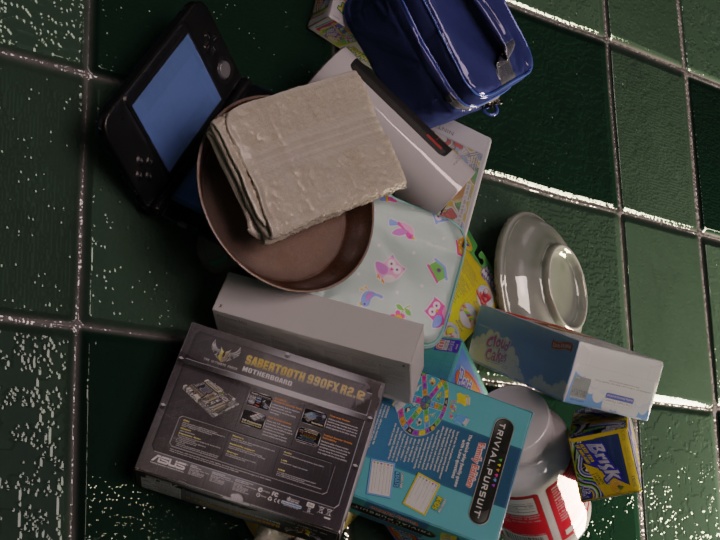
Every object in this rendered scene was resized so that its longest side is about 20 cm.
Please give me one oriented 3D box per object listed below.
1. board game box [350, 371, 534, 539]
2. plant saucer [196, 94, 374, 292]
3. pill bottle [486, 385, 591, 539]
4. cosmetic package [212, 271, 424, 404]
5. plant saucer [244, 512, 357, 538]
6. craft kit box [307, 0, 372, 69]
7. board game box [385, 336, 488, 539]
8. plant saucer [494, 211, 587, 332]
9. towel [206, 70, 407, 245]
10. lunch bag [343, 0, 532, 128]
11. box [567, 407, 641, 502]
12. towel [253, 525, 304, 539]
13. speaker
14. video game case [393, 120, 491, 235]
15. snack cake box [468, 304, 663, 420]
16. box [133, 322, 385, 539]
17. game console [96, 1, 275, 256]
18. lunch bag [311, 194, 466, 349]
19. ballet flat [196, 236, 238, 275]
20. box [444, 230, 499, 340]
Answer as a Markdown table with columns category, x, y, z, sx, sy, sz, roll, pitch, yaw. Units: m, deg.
| category | x | y | z | sx | sy | sz | roll | pitch | yaw |
| --- | --- | --- | --- | --- | --- | --- | --- | --- | --- |
| board game box | 0.054 | 0.178 | 1.358 | 0.199 | 0.047 | 0.152 | 21 | 61 | 0 |
| plant saucer | -0.077 | -0.071 | 1.334 | 0.199 | 0.034 | 0.201 | 13 | 67 | -31 |
| pill bottle | 0.182 | 0.216 | 1.499 | 0.113 | 0.112 | 0.200 | -66 | 149 | -32 |
| cosmetic package | -0.039 | 0.064 | 1.333 | 0.083 | 0.199 | 0.051 | 86 | 22 | -59 |
| plant saucer | -0.050 | 0.178 | 1.396 | 0.200 | 0.048 | 0.201 | -39 | 104 | -41 |
| craft kit box | 0.041 | -0.324 | 1.621 | 0.199 | 0.048 | 0.199 | 27 | 64 | -34 |
| board game box | 0.081 | 0.194 | 1.468 | 0.201 | 0.045 | 0.152 | -67 | 148 | -30 |
| plant saucer | 0.228 | 0.024 | 1.656 | 0.200 | 0.050 | 0.201 | 25 | 60 | -52 |
| towel | -0.050 | -0.110 | 1.327 | 0.199 | 0.034 | 0.133 | -23 | 88 | -40 |
| lunch bag | 0.095 | -0.256 | 1.520 | 0.136 | 0.132 | 0.201 | -33 | 94 | -42 |
| box | 0.261 | 0.190 | 1.470 | 0.200 | 0.064 | 0.070 | -12 | 90 | -78 |
| towel | -0.057 | 0.362 | 1.321 | 0.192 | 0.034 | 0.201 | 31 | 72 | -33 |
| speaker | 0.028 | -0.143 | 1.487 | 0.200 | 0.081 | 0.081 | 44 | 51 | 0 |
| video game case | 0.044 | -0.102 | 1.535 | 0.181 | 0.023 | 0.201 | 24 | 62 | -13 |
| snack cake box | 0.217 | 0.098 | 1.494 | 0.115 | 0.200 | 0.068 | 14 | 93 | -27 |
| box | -0.093 | 0.153 | 1.292 | 0.199 | 0.048 | 0.159 | 17 | 61 | 2 |
| game console | -0.136 | -0.142 | 1.351 | 0.200 | 0.118 | 0.171 | -61 | 141 | -35 |
| lunch bag | 0.000 | 0.000 | 1.427 | 0.199 | 0.077 | 0.161 | 19 | 75 | -14 |
| ballet flat | -0.098 | -0.075 | 1.411 | 0.067 | 0.064 | 0.200 | 47 | 52 | -24 |
| box | 0.079 | 0.032 | 1.554 | 0.200 | 0.048 | 0.118 | -41 | 106 | -38 |
